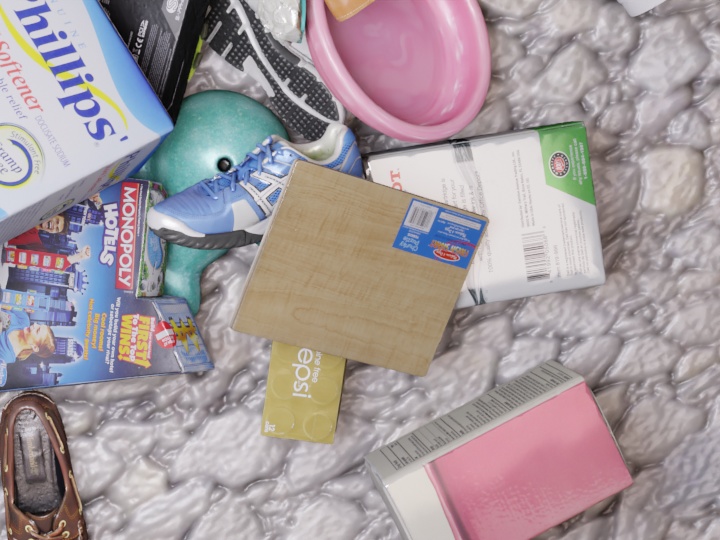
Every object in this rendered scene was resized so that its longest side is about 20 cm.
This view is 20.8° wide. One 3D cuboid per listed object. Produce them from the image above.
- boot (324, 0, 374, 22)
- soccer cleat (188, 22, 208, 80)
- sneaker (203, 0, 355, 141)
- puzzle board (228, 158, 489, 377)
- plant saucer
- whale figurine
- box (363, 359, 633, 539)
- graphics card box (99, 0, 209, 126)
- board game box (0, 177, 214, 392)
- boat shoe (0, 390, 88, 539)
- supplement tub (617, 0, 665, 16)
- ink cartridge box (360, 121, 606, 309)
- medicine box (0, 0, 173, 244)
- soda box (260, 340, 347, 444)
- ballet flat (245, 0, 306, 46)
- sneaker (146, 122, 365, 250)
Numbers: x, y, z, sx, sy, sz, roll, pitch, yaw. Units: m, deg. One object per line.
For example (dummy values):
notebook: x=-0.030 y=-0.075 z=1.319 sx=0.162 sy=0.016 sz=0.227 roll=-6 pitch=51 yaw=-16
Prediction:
boot: x=0.015 y=-0.313 z=1.605 sx=0.200 sy=0.074 sz=0.155 roll=-35 pitch=105 yaw=-3
soccer cleat: x=-0.187 y=-0.253 z=1.693 sx=0.065 sy=0.083 sz=0.201 roll=-18 pitch=96 yaw=-48
sneaker: x=-0.072 y=-0.201 z=1.716 sx=0.200 sy=0.080 sz=0.074 roll=52 pitch=129 yaw=3
puzzle board: x=0.000 y=0.000 z=1.638 sx=0.199 sy=0.017 sz=0.151 roll=15 pitch=103 yaw=-33
plant saucer: x=0.025 y=-0.202 z=1.689 sx=0.200 sy=0.051 sz=0.202 roll=17 pitch=63 yaw=-36
whale figurine: x=-0.136 y=-0.058 z=1.690 sx=0.159 sy=0.104 sz=0.201 roll=27 pitch=89 yaw=-9
box: x=0.119 y=0.176 z=1.730 sx=0.199 sy=0.128 sz=0.109 roll=-27 pitch=98 yaw=-4
graphics card box: x=-0.233 y=-0.208 z=1.647 sx=0.199 sy=0.051 sz=0.126 roll=20 pitch=102 yaw=17
board game box: x=-0.216 y=0.019 z=1.659 sx=0.199 sy=0.062 sz=0.201 roll=9 pitch=94 yaw=22
boat shoe: x=-0.278 y=0.206 z=1.707 sx=0.070 sy=0.070 sz=0.201 roll=-12 pitch=97 yaw=-8
supplement tub: x=0.229 y=-0.337 z=1.701 sx=0.145 sy=0.145 sz=0.200 roll=-36 pitch=97 yaw=-4
ink cartridge box: x=0.103 y=-0.046 z=1.734 sx=0.199 sy=0.083 sz=0.147 roll=-8 pitch=96 yaw=-8
medicine box: x=-0.282 y=-0.130 z=1.537 sx=0.200 sy=0.103 sz=0.183 roll=-31 pitch=88 yaw=-29
soda box: x=-0.041 y=0.045 z=1.708 sx=0.067 sy=0.064 sz=0.201 roll=8 pitch=106 yaw=-2
ballet flat: x=-0.082 y=-0.264 z=1.662 sx=0.071 sy=0.072 sz=0.201 roll=-2 pitch=50 yaw=-2
sneaker: x=-0.086 y=-0.070 z=1.613 sx=0.199 sy=0.076 sz=0.077 roll=-17 pitch=120 yaw=-30
